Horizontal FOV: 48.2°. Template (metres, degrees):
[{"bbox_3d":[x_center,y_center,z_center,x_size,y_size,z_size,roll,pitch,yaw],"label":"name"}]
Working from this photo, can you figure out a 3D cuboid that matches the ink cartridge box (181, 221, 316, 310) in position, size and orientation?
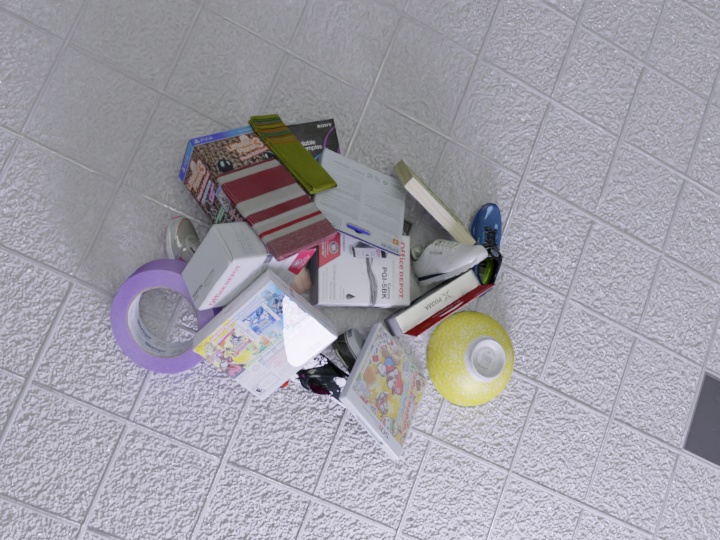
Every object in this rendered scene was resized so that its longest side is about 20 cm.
[{"bbox_3d":[-0.200,-0.014,1.437,0.198,0.146,0.084,-8,58,-47],"label":"ink cartridge box"}]

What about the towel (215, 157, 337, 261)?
[{"bbox_3d":[-0.150,-0.111,1.429,0.143,0.023,0.201,-23,65,-40],"label":"towel"}]

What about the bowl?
[{"bbox_3d":[0.246,0.185,1.686,0.195,0.107,0.205,1,85,-17],"label":"bowl"}]

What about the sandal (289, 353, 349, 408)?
[{"bbox_3d":[-0.069,0.211,1.556,0.198,0.048,0.076,30,104,-24],"label":"sandal"}]

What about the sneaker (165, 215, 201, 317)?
[{"bbox_3d":[-0.301,-0.013,1.539,0.081,0.087,0.204,-36,105,-60],"label":"sneaker"}]

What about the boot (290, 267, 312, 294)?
[{"bbox_3d":[-0.203,-0.014,1.597,0.153,0.077,0.203,-29,100,-13],"label":"boot"}]

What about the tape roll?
[{"bbox_3d":[-0.357,0.085,1.490,0.195,0.066,0.205,1,108,4],"label":"tape roll"}]

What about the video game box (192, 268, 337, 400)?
[{"bbox_3d":[-0.172,0.120,1.453,0.199,0.047,0.182,-40,124,14],"label":"video game box"}]

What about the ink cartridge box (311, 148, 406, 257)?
[{"bbox_3d":[-0.005,-0.126,1.596,0.196,0.041,0.203,22,49,-16],"label":"ink cartridge box"}]

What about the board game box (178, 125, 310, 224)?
[{"bbox_3d":[-0.219,-0.159,1.519,0.158,0.097,0.201,-22,65,-40],"label":"board game box"}]

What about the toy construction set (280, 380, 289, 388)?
[{"bbox_3d":[-0.172,0.150,1.565,0.200,0.092,0.131,-44,131,1],"label":"toy construction set"}]

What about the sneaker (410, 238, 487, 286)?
[{"bbox_3d":[0.174,-0.027,1.639,0.076,0.198,0.082,-20,90,-40],"label":"sneaker"}]

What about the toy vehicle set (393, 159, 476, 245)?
[{"bbox_3d":[0.151,-0.136,1.657,0.026,0.125,0.200,-43,114,11],"label":"toy vehicle set"}]

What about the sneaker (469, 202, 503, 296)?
[{"bbox_3d":[0.277,-0.045,1.725,0.077,0.089,0.205,9,83,-16],"label":"sneaker"}]

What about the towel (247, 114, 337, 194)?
[{"bbox_3d":[-0.129,-0.229,1.555,0.201,0.018,0.085,49,38,15],"label":"towel"}]

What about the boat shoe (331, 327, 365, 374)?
[{"bbox_3d":[0.009,0.213,1.640,0.063,0.071,0.203,-26,103,15],"label":"boat shoe"}]

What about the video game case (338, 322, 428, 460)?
[{"bbox_3d":[0.051,0.237,1.597,0.183,0.023,0.202,51,42,-22],"label":"video game case"}]

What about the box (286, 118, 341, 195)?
[{"bbox_3d":[-0.103,-0.202,1.654,0.140,0.036,0.205,-12,87,-18],"label":"box"}]

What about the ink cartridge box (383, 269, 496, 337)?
[{"bbox_3d":[0.157,0.065,1.628,0.198,0.176,0.045,-32,92,-14],"label":"ink cartridge box"}]

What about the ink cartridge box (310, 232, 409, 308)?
[{"bbox_3d":[0.000,0.000,1.641,0.195,0.083,0.151,1,84,-16],"label":"ink cartridge box"}]
